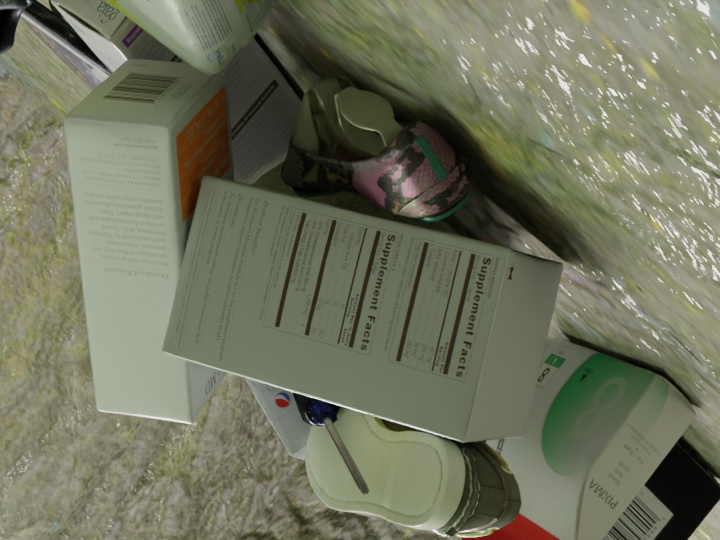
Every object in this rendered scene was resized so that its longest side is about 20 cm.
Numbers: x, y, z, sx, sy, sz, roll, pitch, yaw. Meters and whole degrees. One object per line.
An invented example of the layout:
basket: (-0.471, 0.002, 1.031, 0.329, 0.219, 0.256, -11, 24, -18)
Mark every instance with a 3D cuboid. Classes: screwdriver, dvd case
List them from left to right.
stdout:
dvd case: (-0.189, -0.141, 1.267, 0.148, 0.016, 0.200, 36, 173, 28)
screwdriver: (-0.016, 0.092, 0.984, 0.028, 0.029, 0.200, 7, -172, -13)

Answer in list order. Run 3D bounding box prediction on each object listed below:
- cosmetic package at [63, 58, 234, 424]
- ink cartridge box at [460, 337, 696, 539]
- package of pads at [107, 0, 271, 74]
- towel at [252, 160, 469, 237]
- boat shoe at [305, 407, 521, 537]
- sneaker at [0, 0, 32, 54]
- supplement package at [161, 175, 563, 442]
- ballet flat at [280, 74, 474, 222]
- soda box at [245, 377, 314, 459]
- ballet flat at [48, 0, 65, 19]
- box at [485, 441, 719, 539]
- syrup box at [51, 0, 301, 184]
cosmetic package: (-0.125, -0.018, 1.022, 0.070, 0.102, 0.202, 7, 119, 14)
ink cartridge box: (0.116, 0.144, 1.094, 0.050, 0.200, 0.161, 43, 173, -18)
package of pads: (-0.145, -0.207, 0.903, 0.200, 0.068, 0.155, 40, 173, 14)
towel: (0.000, 0.000, 1.104, 0.199, 0.148, 0.037, 39, 153, 16)
boat shoe: (0.026, 0.121, 1.005, 0.060, 0.073, 0.201, 16, 178, -26)
sneaker: (-0.244, -0.222, 1.109, 0.200, 0.073, 0.082, 115, 136, -60)
supplement package: (0.003, 0.023, 0.971, 0.198, 0.111, 0.114, 14, -178, 24)
ballet flat: (-0.001, -0.077, 0.972, 0.200, 0.069, 0.072, 22, 142, 63)
soda box: (-0.034, 0.093, 1.192, 0.064, 0.068, 0.200, 58, 176, 7)
ballet flat: (-0.206, -0.208, 1.269, 0.067, 0.064, 0.200, 38, 172, 22)
box: (0.155, 0.167, 1.246, 0.104, 0.148, 0.200, 43, 173, -19)
syrup box: (-0.114, -0.137, 1.115, 0.079, 0.082, 0.200, 33, 167, 41)
